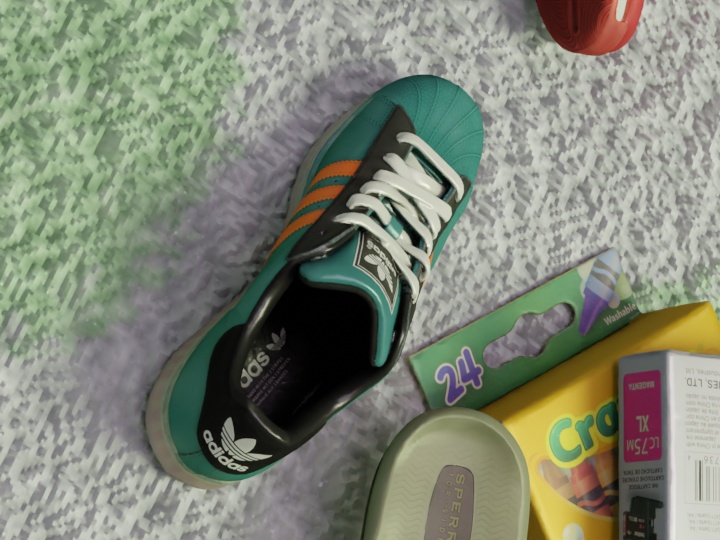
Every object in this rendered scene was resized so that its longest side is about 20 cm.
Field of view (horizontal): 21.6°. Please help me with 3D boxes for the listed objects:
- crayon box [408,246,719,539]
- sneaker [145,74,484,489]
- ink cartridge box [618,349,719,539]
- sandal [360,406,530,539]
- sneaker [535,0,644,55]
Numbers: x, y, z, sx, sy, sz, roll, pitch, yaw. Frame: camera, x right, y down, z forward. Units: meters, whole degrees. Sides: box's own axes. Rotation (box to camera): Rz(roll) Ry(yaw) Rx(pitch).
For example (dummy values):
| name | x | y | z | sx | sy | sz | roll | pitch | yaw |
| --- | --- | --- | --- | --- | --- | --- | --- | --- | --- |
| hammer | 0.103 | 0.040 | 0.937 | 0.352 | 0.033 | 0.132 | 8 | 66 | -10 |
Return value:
| name | x | y | z | sx | sy | sz | roll | pitch | yaw |
| --- | --- | --- | --- | --- | --- | --- | --- | --- | --- |
| crayon box | 0.115 | 0.101 | 0.794 | 0.125 | 0.051 | 0.202 | -26 | 96 | -31 |
| sneaker | 0.000 | 0.000 | 0.723 | 0.071 | 0.080 | 0.201 | 43 | 64 | -18 |
| ink cartridge box | 0.159 | 0.137 | 0.762 | 0.118 | 0.042 | 0.202 | 7 | 77 | -30 |
| sandal | 0.027 | 0.145 | 0.685 | 0.079 | 0.057 | 0.203 | 8 | 72 | -14 |
| sneaker | 0.145 | -0.181 | 0.840 | 0.115 | 0.078 | 0.202 | 15 | 77 | -27 |
